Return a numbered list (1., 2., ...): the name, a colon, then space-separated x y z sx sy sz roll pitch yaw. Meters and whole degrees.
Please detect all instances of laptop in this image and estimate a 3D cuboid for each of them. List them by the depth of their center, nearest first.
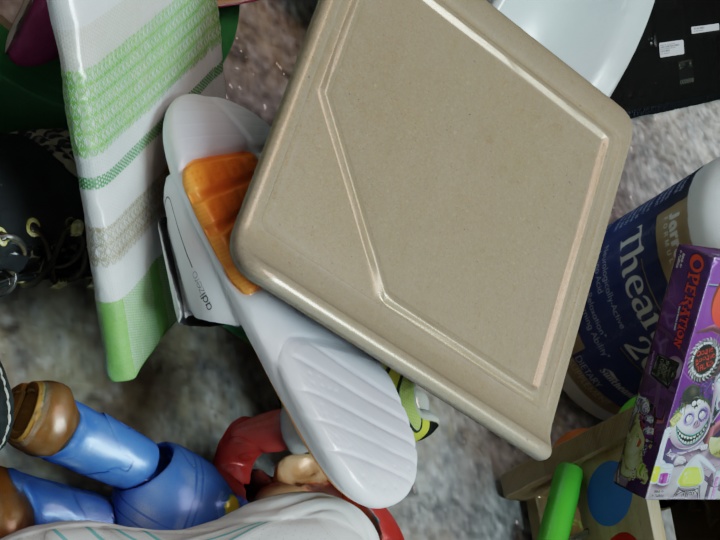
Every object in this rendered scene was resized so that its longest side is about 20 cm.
1. laptop: 0.162 -0.206 1.224 0.177 0.103 0.201 -15 102 -42

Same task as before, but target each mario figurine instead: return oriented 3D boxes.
1. mario figurine: -0.063 0.112 0.795 0.199 0.124 0.106 18 44 -26

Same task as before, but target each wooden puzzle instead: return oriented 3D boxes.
1. wooden puzzle: 0.035 -0.039 0.812 0.185 0.037 0.201 33 57 -29

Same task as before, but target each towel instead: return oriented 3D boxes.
1. towel: -0.098 -0.072 0.800 0.149 0.031 0.201 -54 144 -59

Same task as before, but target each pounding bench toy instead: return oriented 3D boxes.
1. pounding bench toy: 0.135 0.145 0.931 0.199 0.124 0.157 9 61 -35

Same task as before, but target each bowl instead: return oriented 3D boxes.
1. bowl: 0.079 -0.143 1.025 0.090 0.202 0.201 34 40 24

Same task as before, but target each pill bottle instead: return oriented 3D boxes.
1. pill bottle: 0.197 0.002 1.006 0.111 0.200 0.112 19 55 -30

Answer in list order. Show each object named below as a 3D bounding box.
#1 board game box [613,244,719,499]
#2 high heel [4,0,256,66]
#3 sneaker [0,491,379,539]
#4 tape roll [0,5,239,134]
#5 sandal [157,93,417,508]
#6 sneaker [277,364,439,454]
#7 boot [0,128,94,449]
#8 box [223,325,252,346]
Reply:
1. board game box: 0.217 0.054 0.894 0.199 0.032 0.121 4 101 -37
2. high heel: -0.091 -0.136 0.870 0.096 0.067 0.200 37 44 -4
3. sneaker: -0.087 0.139 0.727 0.080 0.199 0.071 -107 -175 -71
4. tape roll: -0.156 -0.157 0.912 0.200 0.048 0.201 18 57 -31
5. sandal: -0.046 0.018 0.782 0.079 0.059 0.207 3 56 -50
6. sneaker: 0.000 0.000 0.873 0.076 0.201 0.075 -8 28 -17
7. boot: -0.156 -0.002 0.773 0.153 0.074 0.204 -2 39 -43
8. box: 0.018 -0.032 0.920 0.117 0.200 0.048 35 8 -18
